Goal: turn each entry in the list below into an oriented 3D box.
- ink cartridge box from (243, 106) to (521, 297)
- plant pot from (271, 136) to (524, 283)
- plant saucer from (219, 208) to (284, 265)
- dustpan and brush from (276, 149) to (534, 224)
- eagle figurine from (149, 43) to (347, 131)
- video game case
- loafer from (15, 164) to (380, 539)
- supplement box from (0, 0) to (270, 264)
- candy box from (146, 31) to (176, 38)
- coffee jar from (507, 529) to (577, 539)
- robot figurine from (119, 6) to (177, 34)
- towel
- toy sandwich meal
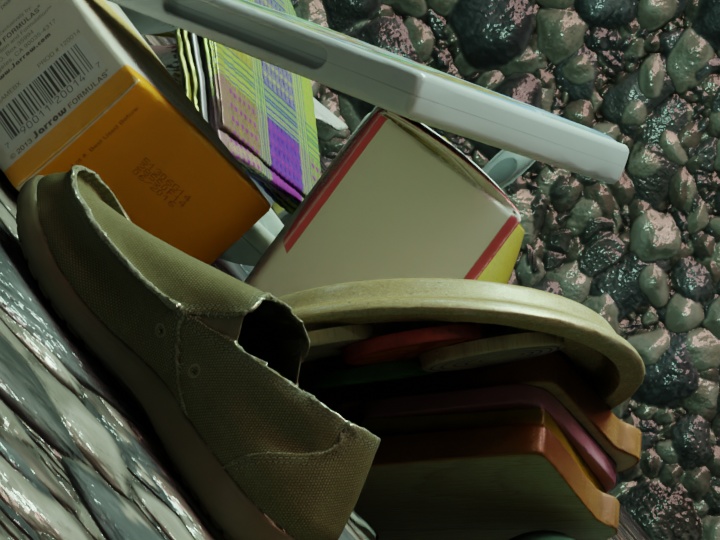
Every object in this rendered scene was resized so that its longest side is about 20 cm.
[{"bbox_3d":[0.000,0.000,1.353,0.083,0.147,0.200,36,4,-2],"label":"ink cartridge box"},{"bbox_3d":[0.047,-0.022,2.296,0.200,0.142,0.200,49,4,-4],"label":"plant pot"},{"bbox_3d":[-0.114,-0.067,1.533,0.200,0.050,0.200,50,3,-4],"label":"plant saucer"},{"bbox_3d":[0.043,-0.027,1.861,0.140,0.200,0.057,50,10,-4],"label":"dustpan and brush"},{"bbox_3d":[-0.103,-0.164,1.935,0.151,0.201,0.151,11,21,39],"label":"eagle figurine"},{"bbox_3d":[0.001,-0.090,1.281,0.181,0.022,0.200,23,5,31],"label":"video game case"},{"bbox_3d":[-0.058,0.028,1.078,0.200,0.067,0.076,51,4,26],"label":"loafer"},{"bbox_3d":[-0.140,-0.092,1.291,0.200,0.073,0.126,52,5,37],"label":"supplement box"},{"bbox_3d":[-0.184,-0.207,1.583,0.136,0.061,0.200,8,-23,35],"label":"candy box"},{"bbox_3d":[0.069,0.159,1.106,0.105,0.085,0.200,57,4,5],"label":"coffee jar"},{"bbox_3d":[-0.097,-0.213,1.424,0.124,0.201,0.151,21,31,-6],"label":"robot figurine"},{"bbox_3d":[-0.064,-0.115,1.603,0.200,0.023,0.144,36,45,-70],"label":"towel"},{"bbox_3d":[0.026,0.064,1.175,0.205,0.204,0.071,42,44,-63],"label":"toy sandwich meal"}]
